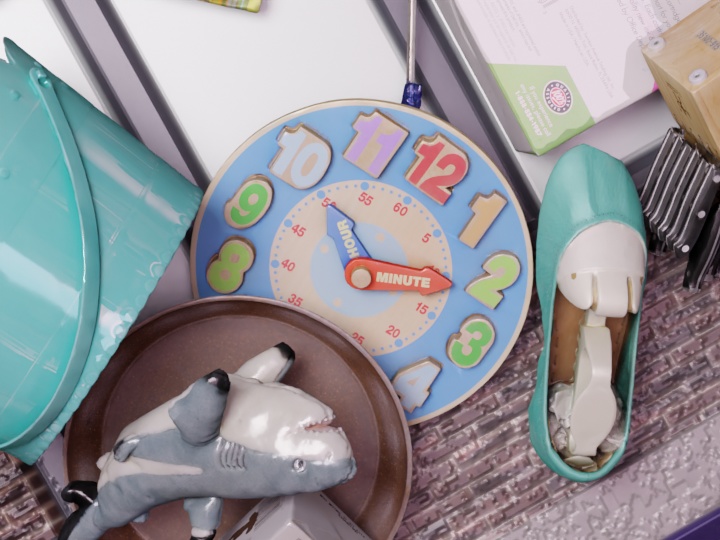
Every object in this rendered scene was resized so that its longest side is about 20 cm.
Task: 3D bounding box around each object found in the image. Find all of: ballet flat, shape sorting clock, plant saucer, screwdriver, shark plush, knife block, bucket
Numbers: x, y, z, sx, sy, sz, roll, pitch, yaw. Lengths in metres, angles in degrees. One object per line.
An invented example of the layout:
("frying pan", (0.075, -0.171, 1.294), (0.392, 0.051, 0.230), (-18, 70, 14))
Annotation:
("ballet flat", (0.135, 0.031, 0.961), (0.067, 0.070, 0.201), (-2, 108, -11))
("shape sorting clock", (0.000, 0.000, 0.975), (0.199, 0.039, 0.201), (0, 103, 2))
("plant saucer", (-0.070, 0.107, 0.975), (0.200, 0.034, 0.201), (0, 104, 0))
("screwdriver", (0.033, -0.126, 0.987), (0.029, 0.028, 0.201), (9, 98, 25))
("shark plush", (-0.100, 0.116, 0.911), (0.200, 0.091, 0.083), (-30, 86, 12))
("knife block", (0.243, -0.079, 0.958), (0.200, 0.064, 0.176), (-36, 126, 2))
("bucket", (-0.186, -0.004, 0.901), (0.135, 0.207, 0.207), (32, 90, -9))

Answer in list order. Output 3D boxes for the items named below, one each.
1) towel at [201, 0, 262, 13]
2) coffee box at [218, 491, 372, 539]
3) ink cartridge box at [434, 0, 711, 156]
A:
("towel", (-0.145, -0.210, 0.963), (0.199, 0.018, 0.086), (11, 81, -12))
("coffee box", (-0.069, 0.226, 0.949), (0.200, 0.080, 0.114), (-44, 101, 11))
("ink cartridge box", (0.156, -0.165, 0.979), (0.200, 0.067, 0.117), (-29, 97, -2))
